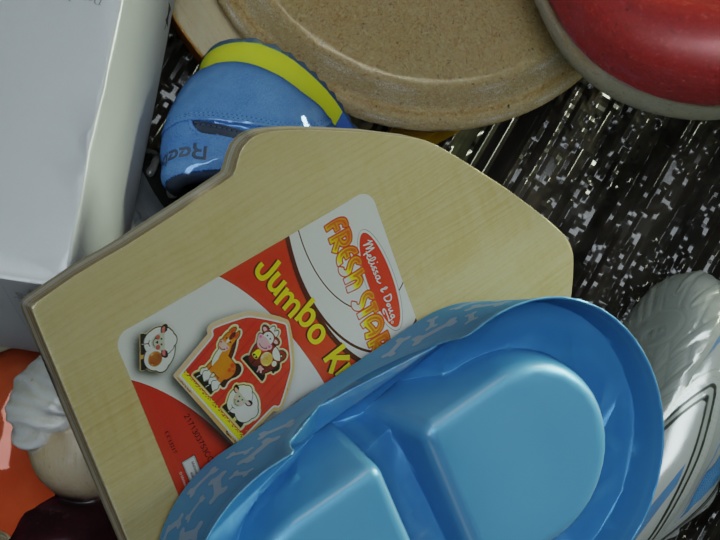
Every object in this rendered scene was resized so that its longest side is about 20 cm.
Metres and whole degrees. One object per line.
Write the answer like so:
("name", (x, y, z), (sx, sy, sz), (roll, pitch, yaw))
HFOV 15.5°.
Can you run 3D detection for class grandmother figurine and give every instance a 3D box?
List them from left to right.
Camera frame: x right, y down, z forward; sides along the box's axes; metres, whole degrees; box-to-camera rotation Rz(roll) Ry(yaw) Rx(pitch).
("grandmother figurine", (-0.093, 0.125, 0.949), (0.060, 0.121, 0.201), (-2, 95, 27))

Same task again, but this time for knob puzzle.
("knob puzzle", (-0.009, 0.037, 0.940), (0.219, 0.030, 0.221), (-7, 103, -30))

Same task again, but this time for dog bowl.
("dog bowl", (0.014, 0.083, 0.916), (0.200, 0.050, 0.112), (-33, 115, -21))

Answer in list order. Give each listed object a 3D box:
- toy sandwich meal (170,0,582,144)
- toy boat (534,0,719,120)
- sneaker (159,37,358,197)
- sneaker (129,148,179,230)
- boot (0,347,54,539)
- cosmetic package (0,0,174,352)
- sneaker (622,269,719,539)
("toy sandwich meal", (0.016, -0.133, 1.066), (0.204, 0.070, 0.206), (3, 73, -9))
("toy boat", (0.125, -0.160, 0.988), (0.130, 0.131, 0.201), (-16, 77, -19))
("sneaker", (0.000, 0.000, 1.017), (0.200, 0.066, 0.079), (40, 48, -24))
("sneaker", (-0.101, -0.064, 1.041), (0.199, 0.075, 0.116), (26, 80, -2))
("boot", (-0.135, 0.120, 1.001), (0.075, 0.107, 0.201), (7, 82, -3))
("cosmetic package", (-0.117, -0.078, 0.956), (0.081, 0.113, 0.201), (7, 77, 4))
("sneaker", (0.100, 0.095, 1.050), (0.072, 0.072, 0.200), (36, 88, -27))
